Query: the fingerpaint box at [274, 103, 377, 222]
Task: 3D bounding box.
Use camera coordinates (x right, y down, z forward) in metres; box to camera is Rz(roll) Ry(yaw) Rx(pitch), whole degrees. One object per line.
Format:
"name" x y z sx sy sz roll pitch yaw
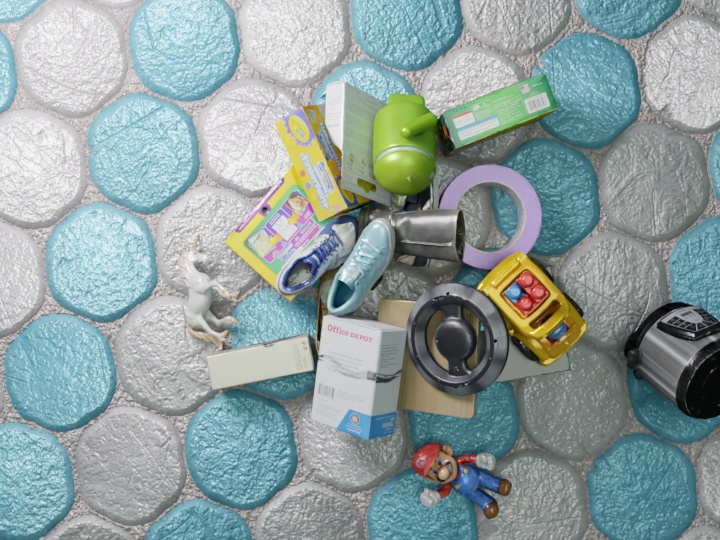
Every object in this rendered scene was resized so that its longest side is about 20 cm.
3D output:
"fingerpaint box" -0.052 -0.206 1.612 0.073 0.167 0.201 -24 91 32

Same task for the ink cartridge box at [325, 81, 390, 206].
"ink cartridge box" -0.002 -0.232 1.611 0.057 0.162 0.202 0 81 37

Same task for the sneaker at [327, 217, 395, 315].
"sneaker" 0.000 0.000 1.571 0.074 0.082 0.201 28 108 13

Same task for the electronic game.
"electronic game" 0.169 0.122 1.528 0.199 0.042 0.202 5 99 32

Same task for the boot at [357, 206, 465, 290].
"boot" 0.095 -0.036 1.607 0.199 0.073 0.183 5 119 16

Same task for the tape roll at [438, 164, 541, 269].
"tape roll" 0.246 -0.102 1.672 0.199 0.066 0.202 0 89 0

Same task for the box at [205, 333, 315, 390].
"box" -0.189 0.174 1.656 0.199 0.082 0.069 -11 91 -2

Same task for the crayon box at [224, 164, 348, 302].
"crayon box" -0.132 -0.071 1.667 0.172 0.058 0.200 42 89 -4

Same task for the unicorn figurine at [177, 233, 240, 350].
"unicorn figurine" -0.296 0.046 1.651 0.137 0.074 0.201 18 98 18

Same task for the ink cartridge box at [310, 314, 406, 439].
"ink cartridge box" -0.004 0.192 1.595 0.145 0.083 0.201 12 97 41

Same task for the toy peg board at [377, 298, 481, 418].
"toy peg board" 0.138 0.159 1.623 0.198 0.098 0.202 4 92 26

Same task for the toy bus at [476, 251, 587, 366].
"toy bus" 0.308 0.064 1.518 0.136 0.192 0.200 -43 84 -1

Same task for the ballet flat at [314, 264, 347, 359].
"ballet flat" -0.053 0.081 1.666 0.068 0.063 0.202 3 90 2

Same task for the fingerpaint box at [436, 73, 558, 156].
"fingerpaint box" 0.246 -0.288 1.613 0.199 0.167 0.074 -21 92 0

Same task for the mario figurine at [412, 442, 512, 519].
"mario figurine" 0.189 0.402 1.647 0.199 0.106 0.124 28 55 -8

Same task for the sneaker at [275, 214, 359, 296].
"sneaker" -0.073 -0.022 1.600 0.075 0.088 0.200 44 87 -6

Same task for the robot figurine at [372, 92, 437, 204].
"robot figurine" 0.080 -0.224 1.572 0.115 0.176 0.201 6 62 -8

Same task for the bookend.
"bookend" 0.282 0.109 1.658 0.199 0.092 0.200 -11 86 3

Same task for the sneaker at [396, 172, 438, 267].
"sneaker" 0.107 -0.108 1.662 0.079 0.078 0.202 1 91 -6

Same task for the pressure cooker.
"pressure cooker" 0.605 0.159 1.615 0.175 0.200 0.179 31 100 -32
